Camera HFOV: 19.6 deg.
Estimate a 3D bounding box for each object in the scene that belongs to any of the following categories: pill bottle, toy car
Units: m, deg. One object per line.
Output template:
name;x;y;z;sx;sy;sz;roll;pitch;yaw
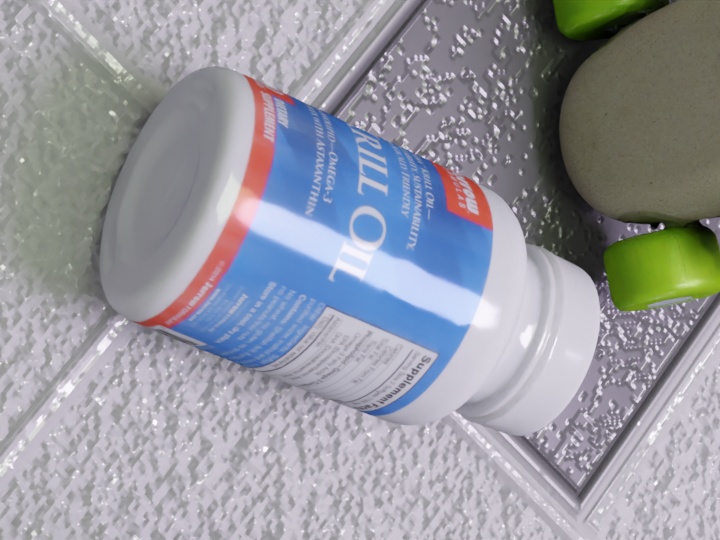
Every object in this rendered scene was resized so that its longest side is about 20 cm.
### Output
pill bottle;0.000;0.000;0.885;0.200;0.112;0.113;22;79;-27
toy car;0.209;-0.078;0.992;0.200;0.158;0.165;-4;81;-40
